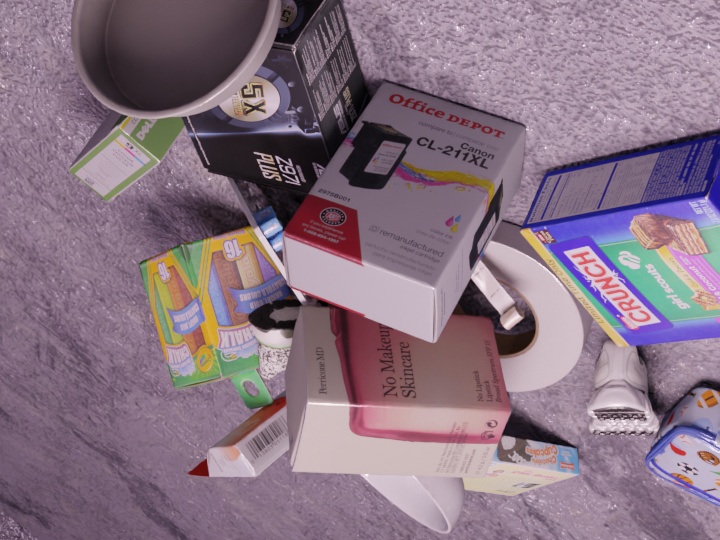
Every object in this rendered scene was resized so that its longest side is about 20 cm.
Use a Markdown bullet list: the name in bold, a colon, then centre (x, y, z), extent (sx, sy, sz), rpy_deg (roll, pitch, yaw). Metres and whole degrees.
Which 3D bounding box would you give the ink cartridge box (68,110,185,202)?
- **ink cartridge box**: centre (-0.218, -0.150, 1.306), extent (0.059, 0.104, 0.200), rpy_deg (39, 149, -17)

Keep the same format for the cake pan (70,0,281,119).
- **cake pan**: centre (-0.151, -0.217, 1.074), extent (0.199, 0.201, 0.037), rpy_deg (15, 172, 26)

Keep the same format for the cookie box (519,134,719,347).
- **cookie box**: centre (0.267, -0.019, 1.099), extent (0.171, 0.075, 0.200), rpy_deg (45, 148, -26)

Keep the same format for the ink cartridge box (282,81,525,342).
- **ink cartridge box**: centre (0.041, -0.057, 1.120), extent (0.145, 0.200, 0.083), rpy_deg (20, 146, 17)

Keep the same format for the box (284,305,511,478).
- **box**: centre (0.032, 0.119, 1.252), extent (0.199, 0.128, 0.109), rpy_deg (4, 135, -12)

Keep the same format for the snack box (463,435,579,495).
- **snack box**: centre (0.150, 0.228, 1.510), extent (0.199, 0.037, 0.116), rpy_deg (15, 151, -36)

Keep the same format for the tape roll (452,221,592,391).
- **tape roll**: centre (0.134, 0.038, 1.296), extent (0.202, 0.037, 0.203), rpy_deg (16, 134, 17)

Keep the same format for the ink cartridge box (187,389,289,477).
- **ink cartridge box**: centre (-0.118, 0.177, 1.505), extent (0.200, 0.162, 0.050), rpy_deg (-11, 113, 58)

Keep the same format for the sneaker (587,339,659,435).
- **sneaker**: centre (0.273, 0.126, 1.326), extent (0.075, 0.081, 0.200), rpy_deg (-1, 163, 10)

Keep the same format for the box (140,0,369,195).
- **box**: centre (-0.086, -0.171, 1.175), extent (0.163, 0.086, 0.200), rpy_deg (15, 147, 25)

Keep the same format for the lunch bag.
- **lunch bag**: centre (0.404, 0.207, 1.323), extent (0.199, 0.076, 0.160), rpy_deg (28, 153, 6)

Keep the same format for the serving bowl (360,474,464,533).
- **serving bowl**: centre (0.041, 0.193, 1.382), extent (0.200, 0.066, 0.200), rpy_deg (39, 162, 15)

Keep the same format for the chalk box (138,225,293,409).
- **chalk box**: centre (-0.153, 0.063, 1.460), extent (0.124, 0.123, 0.201), rpy_deg (-20, 86, 53)

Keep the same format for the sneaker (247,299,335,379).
- **sneaker**: centre (-0.036, 0.077, 1.427), extent (0.077, 0.199, 0.089), rpy_deg (47, 135, 51)

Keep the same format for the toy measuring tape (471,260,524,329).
- **toy measuring tape**: centre (0.076, -0.024, 1.206), extent (0.200, 0.073, 0.074), rpy_deg (54, 153, 12)

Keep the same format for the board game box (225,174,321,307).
- **board game box**: centre (-0.082, -0.032, 1.323), extent (0.200, 0.026, 0.200), rpy_deg (59, 180, -41)
